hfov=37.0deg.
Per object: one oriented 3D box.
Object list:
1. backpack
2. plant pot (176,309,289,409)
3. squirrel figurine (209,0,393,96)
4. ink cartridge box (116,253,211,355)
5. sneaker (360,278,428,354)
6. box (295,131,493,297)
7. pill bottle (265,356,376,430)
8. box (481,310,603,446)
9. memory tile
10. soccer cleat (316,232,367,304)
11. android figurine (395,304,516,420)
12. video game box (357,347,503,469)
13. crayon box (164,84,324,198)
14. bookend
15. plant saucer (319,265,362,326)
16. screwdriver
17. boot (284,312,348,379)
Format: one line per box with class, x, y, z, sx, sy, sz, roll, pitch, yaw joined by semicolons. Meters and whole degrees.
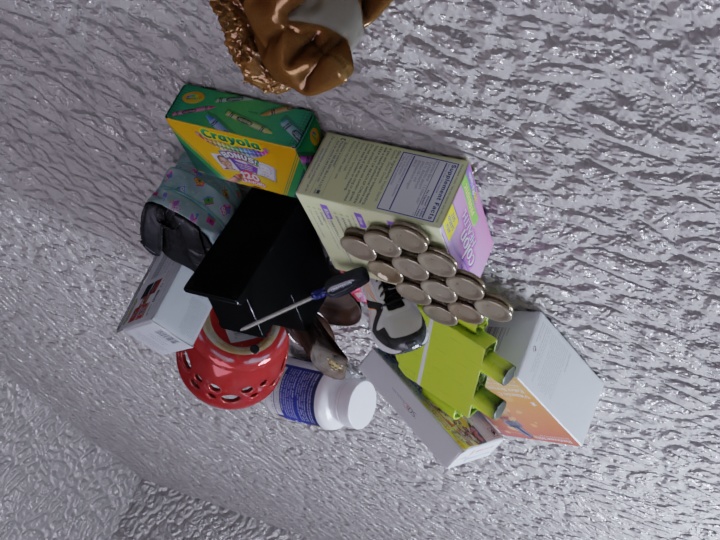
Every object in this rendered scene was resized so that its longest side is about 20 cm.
backpack;-0.241;-0.076;1.568;0.164;0.128;0.201;20;158;11
plant pot;-0.212;0.115;1.853;0.198;0.202;0.183;27;149;-2
squirrel figurine;-0.092;-0.268;1.016;0.187;0.143;0.198;45;148;-24
ink cartridge box;-0.293;0.026;1.736;0.083;0.202;0.175;35;155;-23
sneaker;0.035;0.031;1.419;0.201;0.072;0.081;-116;11;-51
box;0.046;-0.064;1.331;0.197;0.098;0.177;15;154;26
pill bottle;-0.074;0.237;2.044;0.197;0.121;0.120;8;151;37
box;0.235;0.156;1.572;0.151;0.108;0.200;0;145;46
memory tile;0.079;0.006;1.299;0.199;0.017;0.152;38;155;-26
soccer cleat;0.000;0.000;1.539;0.068;0.074;0.200;0;145;46
android figurine;0.119;0.116;1.465;0.199;0.041;0.185;31;131;31
video game box;0.107;0.197;1.590;0.200;0.047;0.182;48;-166;21
crayon box;-0.137;-0.161;1.370;0.197;0.059;0.119;16;155;24
bookend;-0.135;0.027;1.534;0.091;0.200;0.202;10;142;27
plant saucer;-0.082;0.023;1.726;0.197;0.032;0.201;22;155;10
screwdriver;-0.077;0.039;1.400;0.197;0.028;0.029;-20;131;17
boot;-0.058;0.120;1.670;0.186;0.064;0.200;44;179;-42
